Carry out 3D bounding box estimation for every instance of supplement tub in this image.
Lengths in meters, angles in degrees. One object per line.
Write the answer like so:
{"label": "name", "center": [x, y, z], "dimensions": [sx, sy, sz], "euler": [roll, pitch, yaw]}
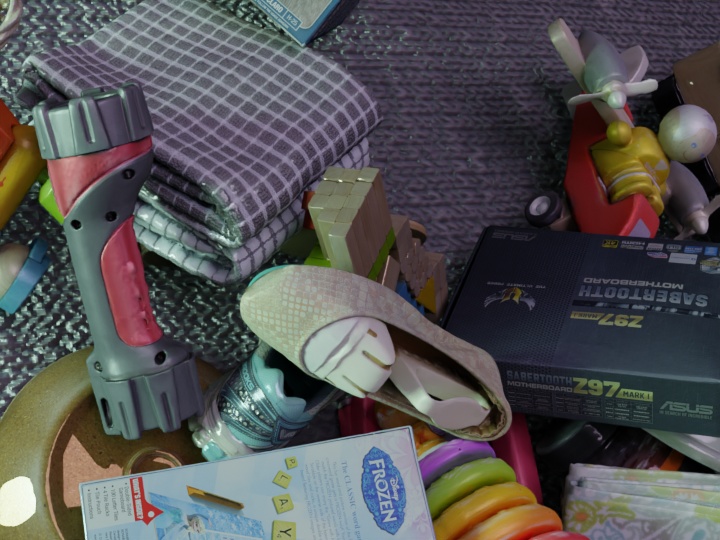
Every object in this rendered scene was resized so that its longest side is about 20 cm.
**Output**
{"label": "supplement tub", "center": [0.217, 0.180, 0.908], "dimensions": [0.200, 0.107, 0.107], "euler": [47, 56, -3]}

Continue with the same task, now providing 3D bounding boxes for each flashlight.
{"label": "flashlight", "center": [-0.135, -0.005, 0.733], "dimensions": [0.068, 0.067, 0.202], "euler": [-23, 107, -36]}

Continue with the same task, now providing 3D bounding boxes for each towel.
{"label": "towel", "center": [-0.108, -0.100, 0.822], "dimensions": [0.199, 0.086, 0.166], "euler": [31, 50, 15]}
{"label": "towel", "center": [0.213, 0.231, 0.839], "dimensions": [0.169, 0.048, 0.202], "euler": [4, 97, 6]}

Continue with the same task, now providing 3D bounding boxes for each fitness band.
{"label": "fitness band", "center": [0.059, 0.139, 0.886], "dimensions": [0.143, 0.037, 0.202], "euler": [1, 70, -31]}

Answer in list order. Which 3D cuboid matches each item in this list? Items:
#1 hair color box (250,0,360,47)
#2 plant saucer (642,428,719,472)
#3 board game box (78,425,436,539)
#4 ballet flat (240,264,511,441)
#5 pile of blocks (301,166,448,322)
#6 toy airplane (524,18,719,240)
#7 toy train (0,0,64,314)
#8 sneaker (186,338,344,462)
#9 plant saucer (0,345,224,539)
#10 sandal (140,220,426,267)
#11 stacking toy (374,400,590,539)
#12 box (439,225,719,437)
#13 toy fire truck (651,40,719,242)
{"label": "hair color box", "center": [-0.046, -0.222, 0.897], "dimensions": [0.100, 0.061, 0.200], "euler": [41, 15, -5]}
{"label": "plant saucer", "center": [0.242, 0.080, 0.926], "dimensions": [0.199, 0.051, 0.200], "euler": [26, 16, -8]}
{"label": "board game box", "center": [-0.046, 0.202, 0.702], "dimensions": [0.198, 0.041, 0.202], "euler": [-8, 64, -10]}
{"label": "ballet flat", "center": [0.019, 0.052, 0.748], "dimensions": [0.199, 0.068, 0.063], "euler": [23, 26, -34]}
{"label": "pile of blocks", "center": [0.000, 0.000, 0.821], "dimensions": [0.062, 0.200, 0.083], "euler": [8, 73, 24]}
{"label": "toy airplane", "center": [0.218, -0.106, 1.006], "dimensions": [0.199, 0.140, 0.201], "euler": [-19, 95, -55]}
{"label": "toy train", "center": [-0.205, -0.074, 0.749], "dimensions": [0.115, 0.200, 0.085], "euler": [33, 16, -19]}
{"label": "sneaker", "center": [-0.028, 0.055, 0.822], "dimensions": [0.078, 0.086, 0.200], "euler": [46, 36, -7]}
{"label": "plant saucer", "center": [-0.131, 0.135, 0.783], "dimensions": [0.199, 0.035, 0.202], "euler": [11, 65, -24]}
{"label": "sandal", "center": [-0.053, -0.049, 0.880], "dimensions": [0.210, 0.078, 0.070], "euler": [-4, 72, -23]}
{"label": "stacking toy", "center": [0.066, 0.151, 0.799], "dimensions": [0.115, 0.110, 0.201], "euler": [5, 41, -44]}
{"label": "box", "center": [0.163, 0.036, 0.870], "dimensions": [0.198, 0.051, 0.158], "euler": [5, 37, 20]}
{"label": "toy fire truck", "center": [0.376, -0.121, 1.129], "dimensions": [0.199, 0.128, 0.177], "euler": [-12, 78, -56]}
